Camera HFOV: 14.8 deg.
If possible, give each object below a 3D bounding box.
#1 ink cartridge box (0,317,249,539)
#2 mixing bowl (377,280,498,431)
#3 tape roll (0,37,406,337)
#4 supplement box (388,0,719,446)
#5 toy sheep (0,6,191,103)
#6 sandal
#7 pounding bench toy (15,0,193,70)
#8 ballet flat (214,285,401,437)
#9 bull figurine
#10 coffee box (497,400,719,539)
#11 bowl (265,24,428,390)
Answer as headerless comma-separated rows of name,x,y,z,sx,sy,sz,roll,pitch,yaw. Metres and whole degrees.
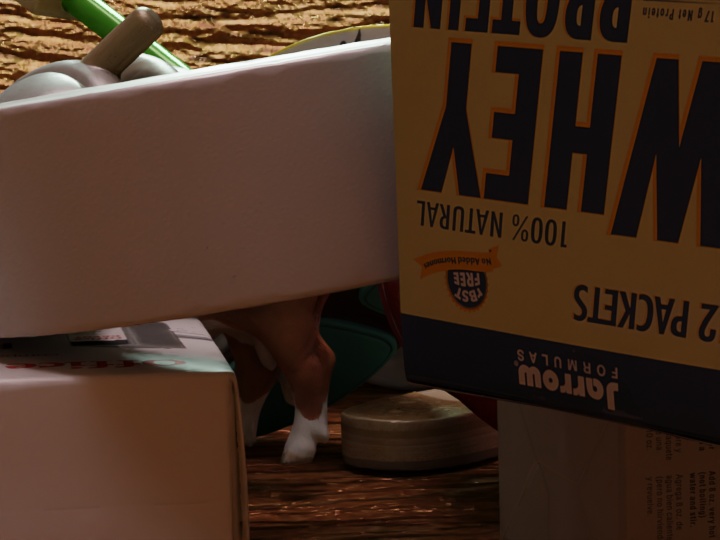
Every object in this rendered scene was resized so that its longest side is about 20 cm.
ink cartridge box,-0.117,0.060,0.905,0.146,0.083,0.200,-2,7,-9
mixing bowl,0.113,0.005,0.990,0.199,0.201,0.109,-4,34,-16
tape roll,-0.039,-0.031,0.886,0.201,0.071,0.202,-9,4,1
supplement box,0.123,-0.071,0.798,0.199,0.201,0.134,-13,15,-43
toy sheep,-0.098,-0.030,1.132,0.137,0.139,0.200,6,-20,47
sandal,0.065,0.031,1.146,0.077,0.070,0.211,4,9,35
pounding bench toy,-0.110,-0.061,1.390,0.155,0.201,0.124,4,9,41
ballet flat,0.000,0.000,1.097,0.067,0.064,0.200,20,-41,-37
bull figurine,-0.102,0.020,1.040,0.199,0.122,0.065,-7,4,1
coffee box,0.155,0.056,0.883,0.199,0.080,0.113,-4,10,-16
bowl,0.024,-0.008,1.244,0.199,0.095,0.201,5,-37,4
